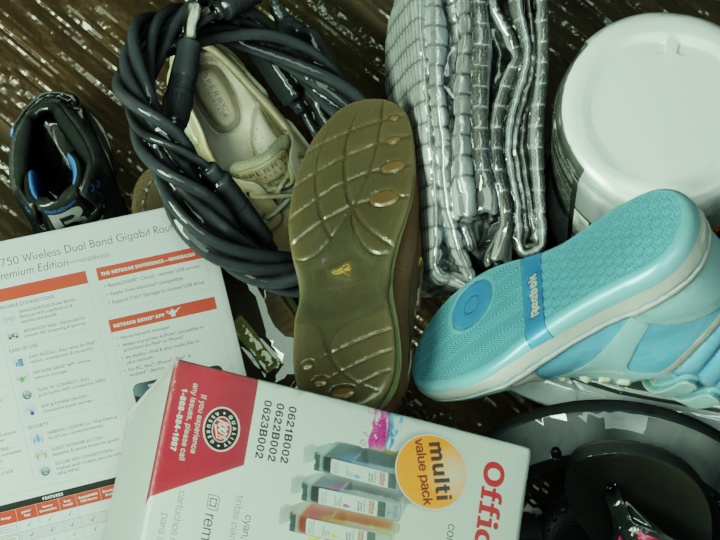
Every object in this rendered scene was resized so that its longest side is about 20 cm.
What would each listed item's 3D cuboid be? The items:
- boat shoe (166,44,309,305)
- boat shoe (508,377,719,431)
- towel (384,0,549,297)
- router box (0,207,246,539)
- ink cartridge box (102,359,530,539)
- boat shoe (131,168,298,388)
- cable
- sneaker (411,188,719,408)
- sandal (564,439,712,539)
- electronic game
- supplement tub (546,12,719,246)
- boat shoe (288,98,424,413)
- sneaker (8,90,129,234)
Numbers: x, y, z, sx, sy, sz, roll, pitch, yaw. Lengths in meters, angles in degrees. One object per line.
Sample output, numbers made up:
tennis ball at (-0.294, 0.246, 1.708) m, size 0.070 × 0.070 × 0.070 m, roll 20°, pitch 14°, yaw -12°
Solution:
boat shoe at (-0.057, -0.056, 1.363) m, size 0.072 × 0.065 × 0.201 m, roll -32°, pitch 84°, yaw -2°
boat shoe at (0.160, 0.051, 1.279) m, size 0.199 × 0.072 × 0.071 m, roll 12°, pitch 98°, yaw 0°
towel at (0.067, -0.085, 1.314) m, size 0.085 × 0.166 × 0.201 m, roll -3°, pitch 85°, yaw -6°
router box at (-0.164, 0.068, 1.257) m, size 0.199 × 0.049 × 0.181 m, roll -12°, pitch 85°, yaw -18°
ink cartridge box at (-0.030, 0.152, 1.173) m, size 0.199 × 0.145 × 0.146 m, roll 14°, pitch 70°, yaw -13°
boat shoe at (-0.072, 0.024, 1.350) m, size 0.071 × 0.076 × 0.201 m, roll -32°, pitch 84°, yaw 3°
cable at (-0.056, -0.071, 1.283) m, size 0.163 × 0.051 × 0.201 m, roll -24°, pitch 87°, yaw -46°
sneaker at (0.134, 0.045, 1.210) m, size 0.199 × 0.130 × 0.080 m, roll -27°, pitch 40°, yaw 35°
sandal at (0.168, 0.170, 1.247) m, size 0.075 × 0.201 × 0.045 m, roll -10°, pitch 39°, yaw 19°
electronic game at (0.144, 0.150, 1.292) m, size 0.199 × 0.201 × 0.042 m, roll 8°, pitch 42°, yaw 2°
supplement tub at (0.169, -0.056, 1.282) m, size 0.122 × 0.200 × 0.123 m, roll -1°, pitch 72°, yaw 4°
boat shoe at (0.000, 0.000, 1.249) m, size 0.072 × 0.068 × 0.201 m, roll -4°, pitch 63°, yaw 14°
sneaker at (-0.169, -0.009, 1.337) m, size 0.073 × 0.112 × 0.201 m, roll -19°, pitch 84°, yaw 1°
